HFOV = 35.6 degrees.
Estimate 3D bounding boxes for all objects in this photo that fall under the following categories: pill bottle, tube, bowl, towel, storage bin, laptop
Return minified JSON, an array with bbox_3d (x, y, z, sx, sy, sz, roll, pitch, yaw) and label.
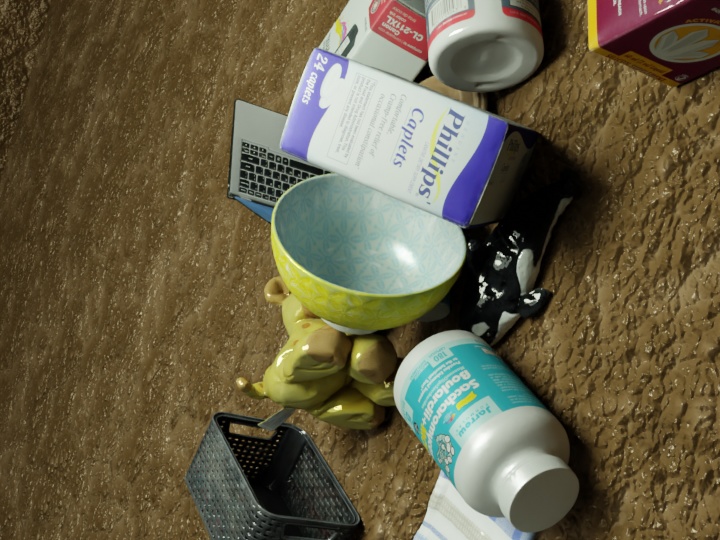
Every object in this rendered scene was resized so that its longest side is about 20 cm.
[{"bbox_3d":[0.126,-0.302,1.184,0.120,0.119,0.201,-32,52,48],"label":"pill bottle"},{"bbox_3d":[0.071,-0.043,1.239,0.077,0.050,0.201,-25,52,38],"label":"tube"},{"bbox_3d":[0.117,0.148,1.025,0.111,0.111,0.200,-64,34,17],"label":"pill bottle"},{"bbox_3d":[0.000,0.000,1.144,0.200,0.199,0.108,-114,29,-45],"label":"bowl"},{"bbox_3d":[0.095,0.284,1.086,0.147,0.024,0.201,36,108,55],"label":"towel"},{"bbox_3d":[-0.106,0.263,1.297,0.094,0.135,0.200,-65,34,16],"label":"storage bin"},{"bbox_3d":[-0.046,-0.104,1.305,0.116,0.187,0.201,-24,58,50],"label":"laptop"}]

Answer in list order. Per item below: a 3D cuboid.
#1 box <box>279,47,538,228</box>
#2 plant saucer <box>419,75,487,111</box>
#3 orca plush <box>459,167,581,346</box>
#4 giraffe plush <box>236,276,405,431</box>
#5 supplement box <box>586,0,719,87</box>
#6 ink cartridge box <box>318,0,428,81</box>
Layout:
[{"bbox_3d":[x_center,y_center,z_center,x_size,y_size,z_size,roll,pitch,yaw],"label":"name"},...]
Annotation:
[{"bbox_3d":[0.053,-0.126,1.091,0.200,0.184,0.105,24,101,14],"label":"box"},{"bbox_3d":[0.065,-0.140,1.260,0.200,0.029,0.200,-40,34,35],"label":"plant saucer"},{"bbox_3d":[0.141,-0.014,1.089,0.200,0.071,0.105,-53,38,31],"label":"orca plush"},{"bbox_3d":[-0.036,0.076,1.257,0.200,0.172,0.163,-22,46,32],"label":"giraffe plush"},{"bbox_3d":[0.293,-0.235,0.906,0.200,0.110,0.086,-22,60,52],"label":"supplement box"},{"bbox_3d":[0.015,-0.264,1.344,0.200,0.083,0.146,-51,25,33],"label":"ink cartridge box"}]
